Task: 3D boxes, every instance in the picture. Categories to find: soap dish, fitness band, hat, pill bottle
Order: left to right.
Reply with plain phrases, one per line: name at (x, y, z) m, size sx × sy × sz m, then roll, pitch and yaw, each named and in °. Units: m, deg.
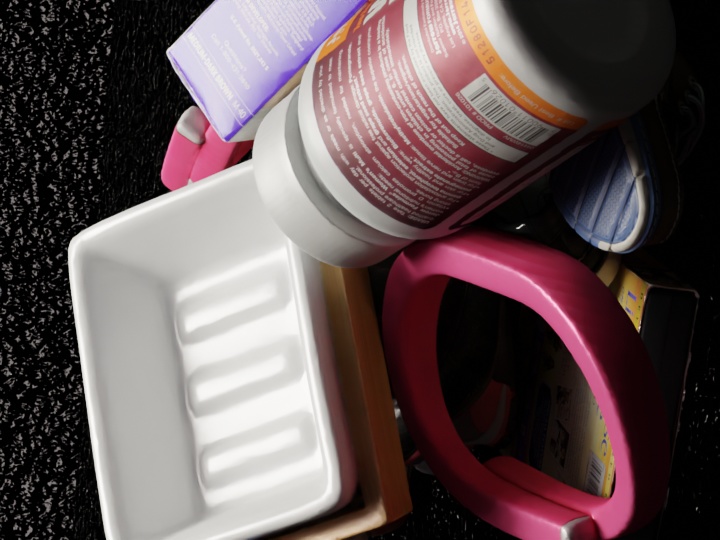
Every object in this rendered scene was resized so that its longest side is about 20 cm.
soap dish at (-0.059, 0.054, 1.320) m, size 0.157 × 0.081 × 0.200 m, roll -21°, pitch 68°, yaw 28°
fitness band at (-0.062, -0.109, 1.566) m, size 0.144 × 0.037 × 0.200 m, roll -57°, pitch -1°, yaw -20°
hat at (0.000, 0.000, 1.400) m, size 0.201 × 0.081 × 0.201 m, roll -32°, pitch 48°, yaw 45°
pill bottle at (0.041, -0.080, 1.205) m, size 0.200 × 0.109 × 0.110 m, roll -34°, pitch 50°, yaw 47°
fitness band at (0.073, 0.054, 1.253) m, size 0.200 × 0.037 × 0.144 m, roll 19°, pitch 124°, yaw 57°

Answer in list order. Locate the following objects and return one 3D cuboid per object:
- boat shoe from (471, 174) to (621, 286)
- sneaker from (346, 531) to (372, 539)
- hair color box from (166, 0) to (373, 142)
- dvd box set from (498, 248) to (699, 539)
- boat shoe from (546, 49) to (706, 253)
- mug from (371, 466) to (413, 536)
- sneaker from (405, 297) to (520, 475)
boat shoe at (0.069, -0.064, 1.323) m, size 0.074 × 0.066 × 0.199 m, roll -31°, pitch 42°, yaw 15°
sneaker at (-0.050, 0.131, 1.448) m, size 0.200 × 0.080 × 0.078 m, roll 128°, pitch 121°, yaw -80°
hair color box at (0.011, -0.147, 1.290) m, size 0.200 × 0.109 × 0.065 m, roll -45°, pitch 71°, yaw 31°
dvd box set at (0.117, 0.054, 1.344) m, size 0.200 × 0.029 × 0.147 m, roll -131°, pitch 48°, yaw -73°
boat shoe at (0.125, -0.081, 1.261) m, size 0.200 × 0.072 × 0.072 m, roll -106°, pitch 31°, yaw -47°
mug at (-0.018, 0.044, 1.716) m, size 0.178 × 0.133 × 0.200 m, roll -120°, pitch 40°, yaw -65°
sneaker at (0.031, 0.068, 1.454) m, size 0.200 × 0.087 × 0.074 m, roll 124°, pitch 149°, yaw -65°
